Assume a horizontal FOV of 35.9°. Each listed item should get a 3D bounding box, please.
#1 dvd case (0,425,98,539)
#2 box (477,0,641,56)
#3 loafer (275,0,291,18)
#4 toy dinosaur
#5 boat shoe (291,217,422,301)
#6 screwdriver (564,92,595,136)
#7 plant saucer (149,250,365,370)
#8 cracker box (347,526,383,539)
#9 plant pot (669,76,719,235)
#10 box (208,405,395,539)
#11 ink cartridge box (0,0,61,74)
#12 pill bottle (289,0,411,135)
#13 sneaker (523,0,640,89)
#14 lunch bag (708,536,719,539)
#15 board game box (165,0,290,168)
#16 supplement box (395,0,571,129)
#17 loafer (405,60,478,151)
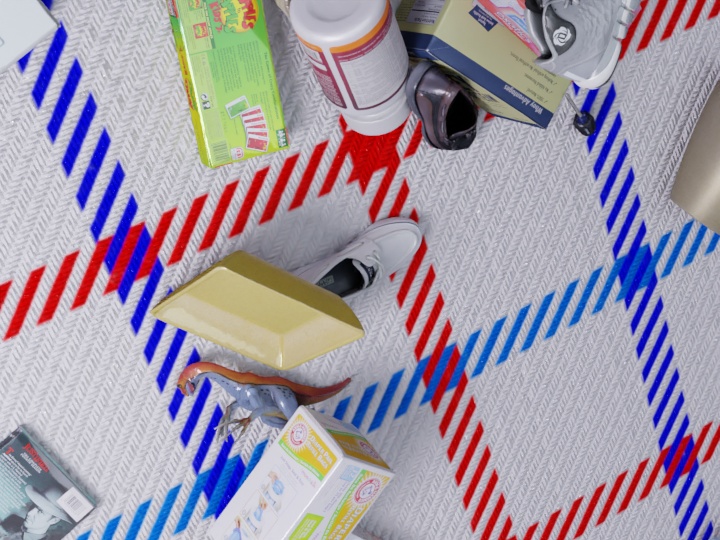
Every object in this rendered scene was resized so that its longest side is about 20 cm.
[{"bbox_3d":[-0.436,0.301,1.323,0.200,0.022,0.146,-41,116,-7],"label":"dvd case"},{"bbox_3d":[0.200,-0.316,1.231,0.199,0.103,0.095,35,89,-26],"label":"box"},{"bbox_3d":[-0.025,-0.356,1.293,0.199,0.068,0.076,-28,140,-30],"label":"loafer"},{"bbox_3d":[-0.137,0.158,1.405,0.182,0.105,0.200,49,49,-17],"label":"toy dinosaur"},{"bbox_3d":[0.000,0.000,1.404,0.199,0.065,0.074,-32,114,-12],"label":"boat shoe"},{"bbox_3d":[0.283,-0.201,1.421,0.029,0.200,0.028,15,90,15],"label":"screwdriver"},{"bbox_3d":[-0.121,0.043,1.314,0.199,0.200,0.049,25,60,-26],"label":"plant saucer"},{"bbox_3d":[-0.053,0.399,1.496,0.199,0.058,0.135,33,90,-28],"label":"cracker box"},{"bbox_3d":[0.527,-0.155,1.542,0.186,0.188,0.201,27,107,-27],"label":"plant pot"},{"bbox_3d":[-0.071,0.281,1.351,0.112,0.101,0.201,26,102,-48],"label":"box"},{"bbox_3d":[-0.412,-0.221,1.119,0.200,0.146,0.083,-41,115,-9],"label":"ink cartridge box"},{"bbox_3d":[-0.003,-0.247,1.267,0.109,0.110,0.200,-42,151,-8],"label":"pill bottle"},{"bbox_3d":[0.232,-0.298,1.155,0.115,0.075,0.202,11,100,-23],"label":"sneaker"},{"bbox_3d":[0.636,0.505,1.790,0.168,0.127,0.202,-19,105,-20],"label":"lunch bag"},{"bbox_3d":[-0.153,-0.230,1.283,0.101,0.048,0.202,-17,111,-19],"label":"board game box"},{"bbox_3d":[0.169,-0.312,1.352,0.199,0.134,0.201,27,93,-27],"label":"supplement box"},{"bbox_3d":[0.111,-0.186,1.347,0.072,0.063,0.200,-59,155,-3],"label":"loafer"}]
